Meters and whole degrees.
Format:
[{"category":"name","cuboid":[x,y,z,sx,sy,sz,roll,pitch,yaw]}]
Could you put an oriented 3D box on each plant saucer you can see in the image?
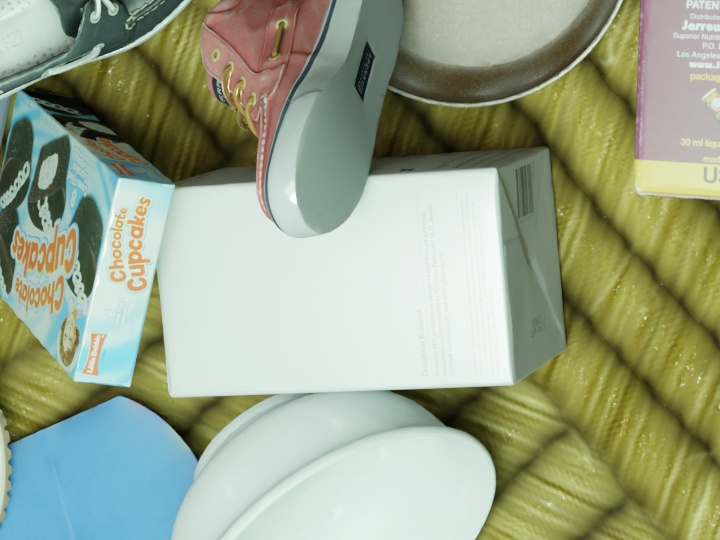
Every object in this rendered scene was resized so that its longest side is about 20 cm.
[{"category":"plant saucer","cuboid":[0.059,-0.191,1.650,0.200,0.032,0.201,3,100,18]}]

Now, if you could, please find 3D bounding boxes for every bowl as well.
[{"category":"bowl","cuboid":[-0.030,0.130,1.664,0.201,0.201,0.090,-49,56,18]}]

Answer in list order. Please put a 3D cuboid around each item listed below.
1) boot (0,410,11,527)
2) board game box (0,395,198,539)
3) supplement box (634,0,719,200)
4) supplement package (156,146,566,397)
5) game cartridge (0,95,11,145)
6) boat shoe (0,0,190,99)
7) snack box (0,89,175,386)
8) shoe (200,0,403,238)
[{"category":"boot","cuboid":[-0.277,0.157,1.755,0.075,0.107,0.200,27,98,30]},{"category":"board game box","cuboid":[-0.158,0.169,1.771,0.200,0.039,0.158,-24,74,24]},{"category":"supplement box","cuboid":[0.206,-0.142,1.557,0.103,0.131,0.200,4,99,18]},{"category":"supplement package","cuboid":[0.000,0.000,1.652,0.200,0.121,0.120,-3,97,18]},{"category":"game cartridge","cuboid":[-0.301,-0.119,1.777,0.200,0.041,0.133,18,100,15]},{"category":"boat shoe","cuboid":[-0.171,-0.146,1.694,0.200,0.060,0.076,-33,91,3]},{"category":"snack box","cuboid":[-0.161,-0.021,1.674,0.037,0.200,0.116,7,104,-25]},{"category":"shoe","cuboid":[-0.043,-0.089,1.594,0.091,0.200,0.072,-6,132,23]}]
